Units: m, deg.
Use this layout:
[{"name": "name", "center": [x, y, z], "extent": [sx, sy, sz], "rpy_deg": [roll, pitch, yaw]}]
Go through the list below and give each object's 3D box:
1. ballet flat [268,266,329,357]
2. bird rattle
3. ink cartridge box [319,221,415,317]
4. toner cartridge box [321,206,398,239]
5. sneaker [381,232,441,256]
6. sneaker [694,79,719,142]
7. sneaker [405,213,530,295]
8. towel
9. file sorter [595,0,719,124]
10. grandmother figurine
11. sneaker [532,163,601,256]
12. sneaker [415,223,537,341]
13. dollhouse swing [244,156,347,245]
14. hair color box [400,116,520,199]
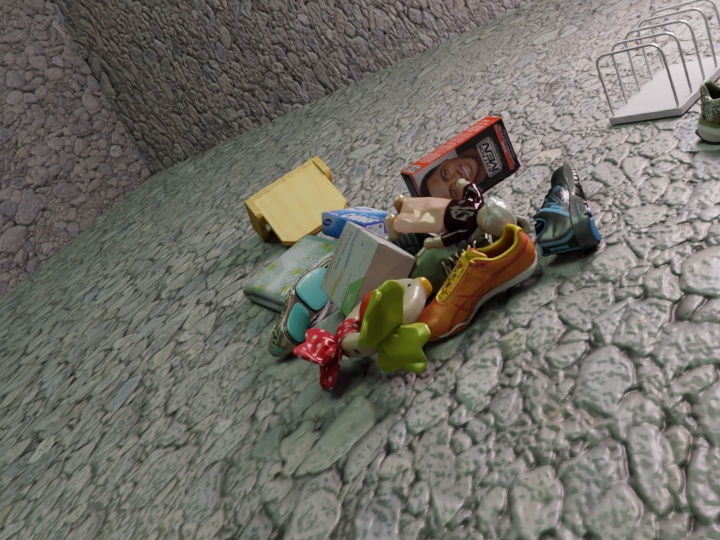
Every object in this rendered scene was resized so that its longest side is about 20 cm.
[{"name": "ballet flat", "center": [-0.103, 0.066, 1.184], "extent": [0.075, 0.068, 0.201], "rpy_deg": [-34, 18, 32]}, {"name": "bird rattle", "center": [0.018, 0.077, 0.952], "extent": [0.199, 0.113, 0.163], "rpy_deg": [-29, 15, 50]}, {"name": "ink cartridge box", "center": [0.000, 0.000, 1.113], "extent": [0.119, 0.066, 0.200], "rpy_deg": [-67, 21, 6]}, {"name": "toner cartridge box", "center": [0.007, -0.082, 1.353], "extent": [0.093, 0.044, 0.199], "rpy_deg": [-10, 13, -24]}, {"name": "sneaker", "center": [0.100, -0.058, 1.185], "extent": [0.115, 0.076, 0.198], "rpy_deg": [-38, 22, -30]}, {"name": "sneaker", "center": [0.527, -0.222, 0.990], "extent": [0.076, 0.090, 0.199], "rpy_deg": [-34, 22, -17]}, {"name": "sneaker", "center": [0.156, -0.027, 1.046], "extent": [0.198, 0.068, 0.089], "rpy_deg": [-33, 16, -19]}, {"name": "towel", "center": [-0.115, 0.003, 1.355], "extent": [0.170, 0.049, 0.199], "rpy_deg": [-37, 22, -22]}, {"name": "file sorter", "center": [0.519, -0.361, 1.266], "extent": [0.199, 0.126, 0.137], "rpy_deg": [-39, 24, -28]}, {"name": "grandmother figurine", "center": [0.131, -0.077, 1.039], "extent": [0.197, 0.060, 0.124], "rpy_deg": [7, 70, 42]}, {"name": "sneaker", "center": [0.275, -0.088, 1.028], "extent": [0.080, 0.074, 0.201], "rpy_deg": [-21, 22, 19]}, {"name": "sneaker", "center": [0.137, 0.015, 0.959], "extent": [0.199, 0.078, 0.073], "rpy_deg": [-41, 23, -4]}, {"name": "dollhouse swing", "center": [-0.131, -0.123, 1.678], "extent": [0.198, 0.177, 0.183], "rpy_deg": [-33, -20, -13]}, {"name": "hair color box", "center": [0.180, -0.181, 1.322], "extent": [0.198, 0.103, 0.061], "rpy_deg": [-34, 21, -10]}]
